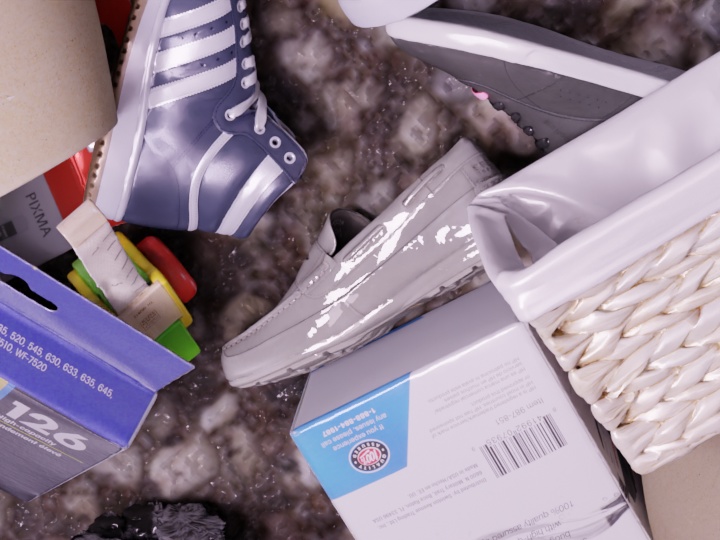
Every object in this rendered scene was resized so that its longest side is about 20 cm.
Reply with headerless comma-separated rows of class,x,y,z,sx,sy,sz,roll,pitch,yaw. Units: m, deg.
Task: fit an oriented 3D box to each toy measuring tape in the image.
toy measuring tape,-0.133,-0.001,0.988,0.073,0.074,0.200,-6,155,8

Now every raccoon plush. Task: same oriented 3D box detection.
raccoon plush,-0.109,0.223,1.061,0.096,0.200,0.135,-10,112,-18

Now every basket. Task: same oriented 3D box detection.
basket,0.168,-0.014,0.889,0.199,0.136,0.124,-30,107,6

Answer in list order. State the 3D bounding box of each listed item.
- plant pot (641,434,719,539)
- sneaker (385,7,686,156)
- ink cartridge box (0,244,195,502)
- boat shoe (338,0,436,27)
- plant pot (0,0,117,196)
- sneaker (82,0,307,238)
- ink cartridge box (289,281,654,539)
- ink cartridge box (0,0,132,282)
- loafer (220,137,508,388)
plant pot,0.224,0.104,0.983,0.135,0.200,0.201,47,112,17
sneaker,0.099,-0.069,0.972,0.199,0.071,0.100,17,108,-5
ink cartridge box,-0.216,0.044,0.995,0.197,0.047,0.200,33,150,-17
boat shoe,0.034,-0.178,0.891,0.075,0.202,0.086,-41,104,-25
plant pot,-0.205,-0.136,0.907,0.187,0.187,0.201,-27,102,15
sneaker,-0.069,-0.112,0.977,0.108,0.070,0.201,15,104,-11
ink cartridge box,0.075,0.123,1.046,0.145,0.084,0.201,-27,107,15
ink cartridge box,-0.206,-0.075,1.017,0.199,0.057,0.163,-16,109,17
loafer,0.000,0.000,1.018,0.199,0.070,0.070,-32,82,23
